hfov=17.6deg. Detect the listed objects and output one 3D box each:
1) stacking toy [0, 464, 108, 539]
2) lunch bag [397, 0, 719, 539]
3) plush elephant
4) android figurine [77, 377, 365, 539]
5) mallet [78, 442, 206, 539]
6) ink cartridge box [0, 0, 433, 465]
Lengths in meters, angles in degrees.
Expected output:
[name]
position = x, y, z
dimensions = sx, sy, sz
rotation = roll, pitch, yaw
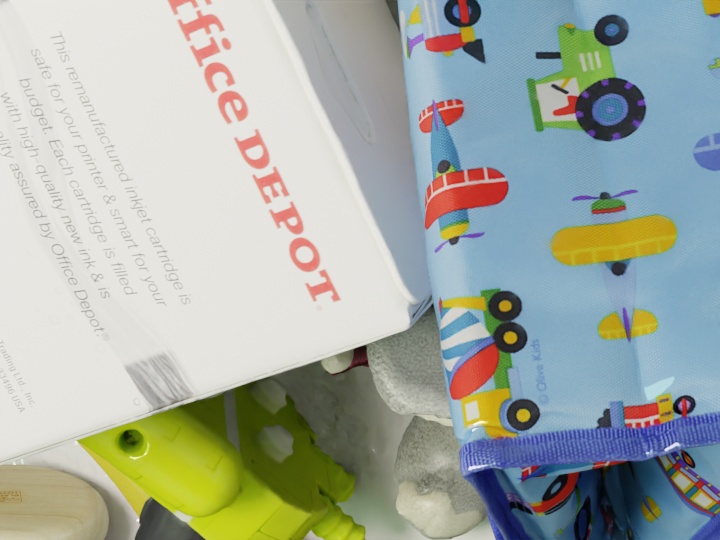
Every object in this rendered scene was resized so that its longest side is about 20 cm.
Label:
[stacking toy]
position = -0.157, 0.191, 1.022
dimensions = 0.085, 0.085, 0.200
rotation = 18, 112, 35
[lunch bag]
position = 0.067, 0.006, 0.651
dimensions = 0.094, 0.200, 0.151
rotation = -8, 69, 2
[plush elephant]
position = 0.000, 0.000, 0.811
dimensions = 0.200, 0.155, 0.165
rotation = -46, 70, 34
[android figurine]
position = -0.077, 0.039, 0.876
dimensions = 0.200, 0.182, 0.041
rotation = 39, 102, -15
[mallet]
position = -0.119, 0.076, 0.989
dimensions = 0.200, 0.041, 0.066
rotation = 39, 123, 39
[ink cartridge box]
position = -0.083, -0.032, 0.703
dimensions = 0.200, 0.083, 0.147
rotation = -19, 104, 26
